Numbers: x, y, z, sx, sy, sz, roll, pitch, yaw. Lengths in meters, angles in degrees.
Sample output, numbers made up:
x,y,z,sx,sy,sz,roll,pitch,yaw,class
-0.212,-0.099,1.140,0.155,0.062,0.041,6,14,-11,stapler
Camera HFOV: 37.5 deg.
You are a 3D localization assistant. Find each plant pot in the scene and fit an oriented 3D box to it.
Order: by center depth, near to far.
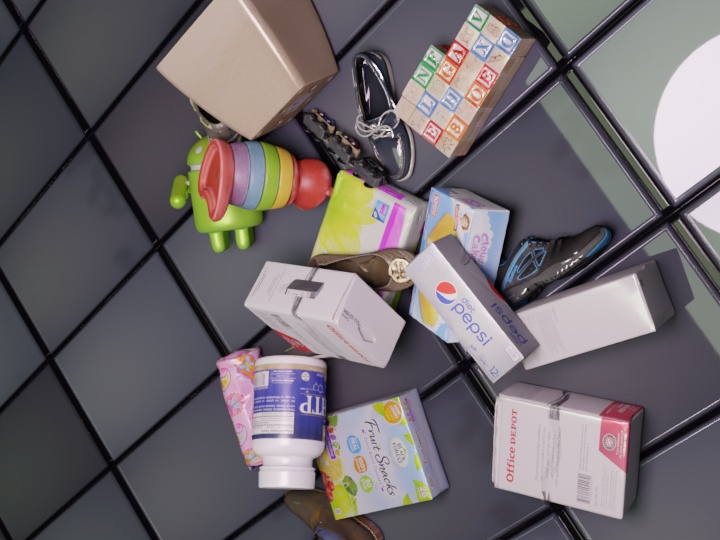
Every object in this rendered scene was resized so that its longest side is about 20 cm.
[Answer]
x,y,z,sx,sy,sz,roll,pitch,yaw,class
-0.155,-0.321,1.633,0.199,0.200,0.178,-38,90,31,plant pot

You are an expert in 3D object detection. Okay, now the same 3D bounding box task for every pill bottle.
x,y,z,sx,sy,sz,roll,pitch,yaw,class
-0.114,0.243,1.686,0.118,0.119,0.203,-7,75,32,pill bottle

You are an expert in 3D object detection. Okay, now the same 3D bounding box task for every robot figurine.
x,y,z,sx,sy,sz,roll,pitch,yaw,class
-0.223,-0.134,1.749,0.173,0.116,0.203,-6,96,5,robot figurine

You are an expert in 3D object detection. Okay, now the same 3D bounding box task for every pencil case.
x,y,z,sx,sy,sz,roll,pitch,yaw,class
-0.183,0.236,1.823,0.087,0.087,0.203,-18,91,33,pencil case

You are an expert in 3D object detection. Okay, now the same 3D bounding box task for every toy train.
x,y,z,sx,sy,sz,roll,pitch,yaw,class
-0.025,-0.191,1.636,0.200,0.045,0.034,45,132,33,toy train

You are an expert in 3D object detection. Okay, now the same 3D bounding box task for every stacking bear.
x,y,z,sx,sy,sz,roll,pitch,yaw,class
-0.138,-0.141,1.649,0.122,0.197,0.115,-123,43,-52,stacking bear

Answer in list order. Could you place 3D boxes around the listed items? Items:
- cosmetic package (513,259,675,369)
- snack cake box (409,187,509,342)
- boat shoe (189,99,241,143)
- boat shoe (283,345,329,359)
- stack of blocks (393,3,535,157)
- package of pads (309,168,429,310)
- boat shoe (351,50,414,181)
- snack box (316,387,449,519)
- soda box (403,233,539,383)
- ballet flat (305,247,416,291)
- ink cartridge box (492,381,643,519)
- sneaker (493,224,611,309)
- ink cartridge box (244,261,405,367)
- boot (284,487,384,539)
x,y,z,sx,sy,sz,roll,pitch,yaw,class
0.316,0.061,1.459,0.198,0.107,0.086,-20,89,35,cosmetic package
0.142,-0.009,1.550,0.115,0.066,0.203,36,121,56,snack cake box
-0.238,-0.277,1.716,0.061,0.071,0.203,80,169,-51,boat shoe
-0.049,0.112,1.721,0.198,0.066,0.058,-13,84,38,boat shoe
0.147,-0.279,1.522,0.115,0.058,0.201,41,118,18,stack of blocks
0.007,-0.044,1.652,0.153,0.068,0.202,28,113,24,package of pads
0.031,-0.232,1.602,0.074,0.062,0.203,-7,97,31,boat shoe
0.024,0.297,1.713,0.198,0.067,0.171,-21,87,32,snack box
0.153,0.050,1.452,0.063,0.068,0.201,-43,79,30,soda box
0.000,0.000,1.599,0.197,0.046,0.068,3,103,30,ballet flat
0.296,0.255,1.525,0.197,0.085,0.148,8,104,28,ink cartridge box
0.260,-0.019,1.497,0.199,0.073,0.083,-33,75,30,sneaker
-0.053,0.065,1.595,0.198,0.144,0.085,9,64,44,ink cartridge box
-0.065,0.427,1.777,0.198,0.097,0.076,21,110,27,boot
